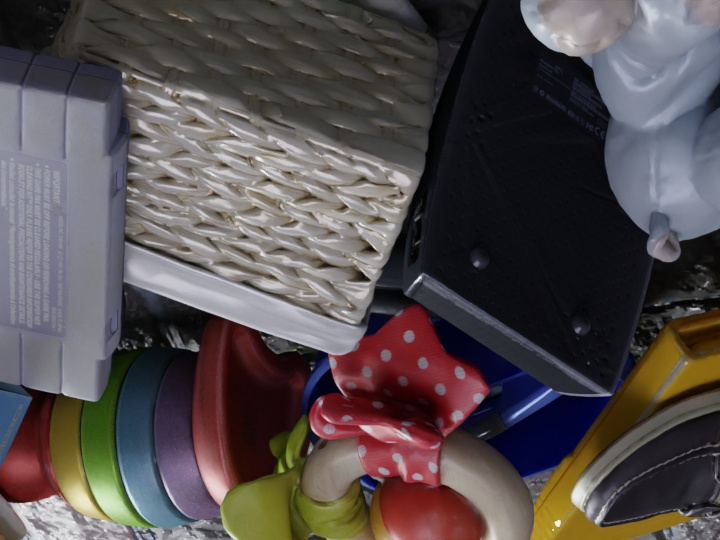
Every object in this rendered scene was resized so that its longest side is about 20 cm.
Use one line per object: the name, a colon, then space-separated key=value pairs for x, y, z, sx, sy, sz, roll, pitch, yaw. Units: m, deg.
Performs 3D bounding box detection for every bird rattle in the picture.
bird rattle: x=0.022 y=0.111 z=1.403 sx=0.163 sy=0.113 sz=0.200 roll=32 pitch=129 yaw=-18

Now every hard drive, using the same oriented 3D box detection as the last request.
hard drive: x=0.089 y=-0.043 z=1.284 sx=0.135 sy=0.201 sz=0.042 roll=32 pitch=143 yaw=-22

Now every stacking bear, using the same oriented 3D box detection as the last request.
stacking bear: x=-0.144 y=0.096 z=1.520 sx=0.199 sy=0.114 sz=0.121 roll=-5 pitch=156 yaw=25

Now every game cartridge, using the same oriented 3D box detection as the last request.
game cartridge: x=0.193 y=0.085 z=1.451 sx=0.176 sy=0.033 sz=0.200 roll=-11 pitch=148 yaw=-36
game cartridge: x=-0.175 y=-0.025 z=1.226 sx=0.129 sy=0.038 sz=0.201 roll=9 pitch=134 yaw=1

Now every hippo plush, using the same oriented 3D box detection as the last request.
hippo plush: x=0.141 y=-0.085 z=1.203 sx=0.199 sy=0.159 sz=0.162 roll=-11 pitch=104 yaw=29

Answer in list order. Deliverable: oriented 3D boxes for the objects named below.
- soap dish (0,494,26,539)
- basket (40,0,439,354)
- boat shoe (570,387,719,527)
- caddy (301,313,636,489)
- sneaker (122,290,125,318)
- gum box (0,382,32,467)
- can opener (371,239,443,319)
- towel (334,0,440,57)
soap dish: x=-0.310 y=0.133 z=1.544 sx=0.199 sy=0.081 sz=0.158 roll=4 pitch=140 yaw=46
basket: x=-0.068 y=-0.069 z=1.283 sx=0.199 sy=0.136 sz=0.124 roll=19 pitch=130 yaw=-9
boat shoe: x=0.206 y=0.102 z=1.383 sx=0.199 sy=0.065 sz=0.072 roll=-15 pitch=149 yaw=-31
caddy: x=0.062 y=0.059 z=1.453 sx=0.199 sy=0.105 sz=0.141 roll=-23 pitch=129 yaw=28
sneaker: x=-0.229 y=0.036 z=1.509 sx=0.199 sy=0.060 sz=0.105 roll=6 pitch=135 yaw=10
gum box: x=-0.271 y=0.096 z=1.379 sx=0.044 sy=0.200 sz=0.171 roll=17 pitch=101 yaw=-43
can opener: x=0.000 y=0.000 z=1.382 sx=0.199 sy=0.079 sz=0.063 roll=5 pitch=163 yaw=34
towel: x=-0.068 y=-0.157 z=1.314 sx=0.149 sy=0.031 sz=0.200 roll=-21 pitch=126 yaw=24
